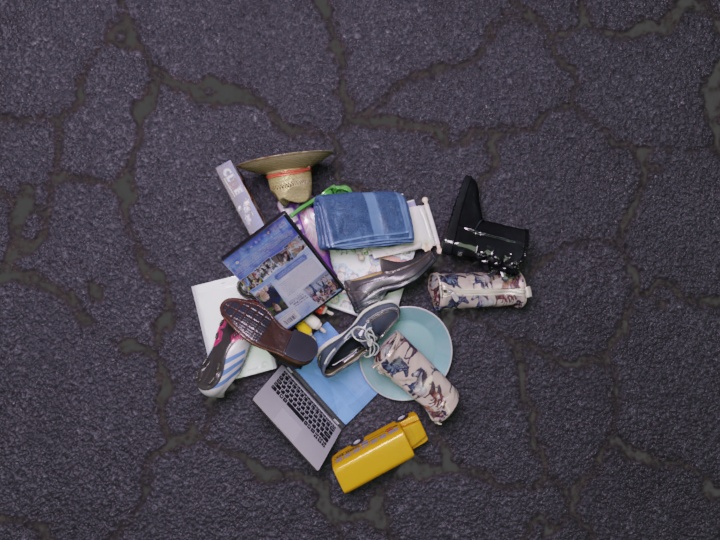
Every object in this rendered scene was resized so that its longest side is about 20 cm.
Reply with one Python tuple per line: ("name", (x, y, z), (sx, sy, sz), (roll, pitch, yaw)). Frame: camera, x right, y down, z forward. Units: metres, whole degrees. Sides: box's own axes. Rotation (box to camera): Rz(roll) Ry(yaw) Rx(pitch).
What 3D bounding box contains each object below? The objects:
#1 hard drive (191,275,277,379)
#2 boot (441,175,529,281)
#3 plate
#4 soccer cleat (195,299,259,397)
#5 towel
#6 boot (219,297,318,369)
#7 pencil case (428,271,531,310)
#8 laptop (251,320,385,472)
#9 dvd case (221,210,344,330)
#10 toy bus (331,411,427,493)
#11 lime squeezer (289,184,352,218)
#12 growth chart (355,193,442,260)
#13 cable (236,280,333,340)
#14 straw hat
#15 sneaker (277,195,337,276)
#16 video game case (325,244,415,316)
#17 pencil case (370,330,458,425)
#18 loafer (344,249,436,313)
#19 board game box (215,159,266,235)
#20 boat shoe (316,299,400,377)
("hard drive", (-0.256, 0.116, 1.053), (0.130, 0.026, 0.204), (-13, 90, -5))
("boot", (0.260, -0.088, 1.042), (0.160, 0.074, 0.201), (16, 65, 7))
("plate", (0.093, 0.170, 1.072), (0.196, 0.026, 0.204), (-1, 100, -6))
("soccer cleat", (-0.252, 0.153, 1.013), (0.069, 0.087, 0.202), (18, 65, 21))
("towel", (0.009, -0.099, 1.000), (0.197, 0.048, 0.114), (-7, 79, -26))
("boot", (-0.179, 0.128, 0.973), (0.198, 0.097, 0.075), (31, 58, 0))
("pencil case", (0.242, 0.041, 1.058), (0.196, 0.090, 0.079), (-2, 104, -6))
("laptop", (-0.077, 0.243, 1.026), (0.188, 0.200, 0.116), (48, 120, -3))
("dvd case", (-0.137, 0.007, 0.948), (0.142, 0.018, 0.201), (-36, 122, 2))
("toy bus", (0.041, 0.367, 1.050), (0.198, 0.078, 0.066), (-27, 92, -5))
("lime squeezer", (-0.052, -0.135, 1.027), (0.197, 0.038, 0.072), (-3, 83, -27))
("growth chart", (0.066, -0.094, 1.068), (0.196, 0.018, 0.147), (-7, 77, -11))
("cable", (-0.142, 0.056, 1.014), (0.199, 0.050, 0.098), (33, 93, -23))
("straw hat", (-0.132, -0.169, 0.983), (0.197, 0.201, 0.087), (-9, 98, -5))
("sneaker", (-0.088, -0.069, 1.029), (0.087, 0.081, 0.202), (-27, 77, -10))
("video game case", (0.000, 0.000, 1.077), (0.197, 0.024, 0.185), (18, 88, -5))
("pencil case", (0.112, 0.217, 1.029), (0.200, 0.078, 0.090), (44, 83, -11))
("loafer", (0.059, 0.007, 1.035), (0.198, 0.073, 0.073), (-31, 92, -4))
("board game box", (-0.209, -0.104, 1.004), (0.034, 0.135, 0.202), (-27, 92, -5))
("boat shoe", (-0.001, 0.134, 1.004), (0.198, 0.062, 0.075), (-33, 120, 1))
